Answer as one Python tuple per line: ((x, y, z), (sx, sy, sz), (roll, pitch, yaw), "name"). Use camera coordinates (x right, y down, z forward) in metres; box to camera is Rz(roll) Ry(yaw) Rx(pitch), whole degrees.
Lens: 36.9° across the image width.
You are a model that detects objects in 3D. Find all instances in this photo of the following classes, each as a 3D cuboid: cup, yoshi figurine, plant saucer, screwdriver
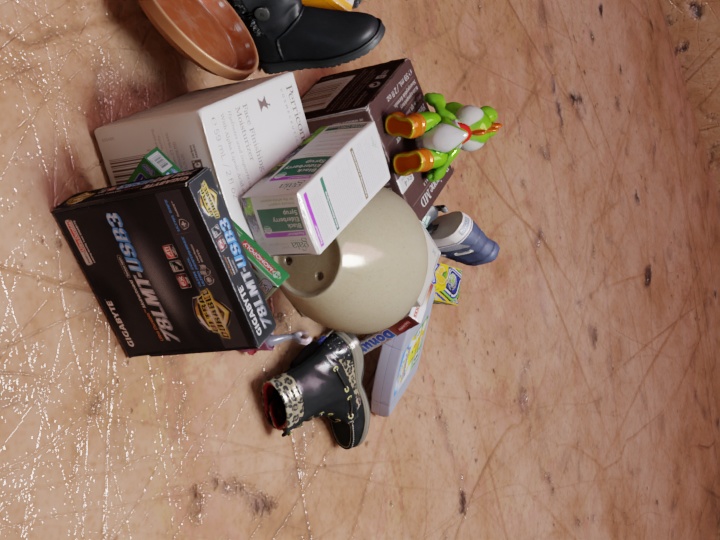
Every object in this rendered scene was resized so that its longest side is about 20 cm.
((-0.034, -0.016, 1.368), (0.143, 0.200, 0.201), (1, 84, -62), "cup")
((0.111, -0.195, 1.536), (0.200, 0.113, 0.112), (-21, 62, -43), "yoshi figurine")
((-0.207, -0.312, 1.324), (0.200, 0.032, 0.201), (41, 24, -23), "plant saucer")
((-0.044, 0.089, 1.577), (0.200, 0.028, 0.029), (-48, 153, -45), "screwdriver")

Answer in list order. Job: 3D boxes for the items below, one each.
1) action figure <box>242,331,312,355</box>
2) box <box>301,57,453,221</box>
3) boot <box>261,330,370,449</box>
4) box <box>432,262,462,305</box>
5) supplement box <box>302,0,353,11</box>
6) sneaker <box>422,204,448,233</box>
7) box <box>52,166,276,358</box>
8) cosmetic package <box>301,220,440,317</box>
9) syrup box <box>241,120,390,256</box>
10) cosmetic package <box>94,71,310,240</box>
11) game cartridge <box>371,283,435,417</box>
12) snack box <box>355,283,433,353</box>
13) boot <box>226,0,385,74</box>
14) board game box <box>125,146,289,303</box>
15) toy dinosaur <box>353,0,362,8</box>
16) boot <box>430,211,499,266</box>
((-0.157, 0.058, 1.342), (0.149, 0.134, 0.200), (-32, 147, -17), "action figure")
((0.009, -0.177, 1.585), (0.166, 0.164, 0.201), (-56, 130, -46), "box")
((-0.063, 0.192, 1.501), (0.154, 0.073, 0.204), (-31, 133, -36), "boot")
((0.088, 0.013, 1.758), (0.200, 0.070, 0.065), (13, 81, -56), "box")
((-0.055, -0.437, 1.556), (0.073, 0.126, 0.201), (29, 57, -26), "supplement box")
((0.070, -0.059, 1.627), (0.200, 0.139, 0.078), (-98, 162, -47), "sneaker")
((-0.213, -0.002, 1.174), (0.050, 0.198, 0.201), (-51, 126, -51), "box")
((0.000, 0.000, 1.506), (0.073, 0.199, 0.104), (54, 42, -35), "cosmetic package")
((-0.047, -0.097, 1.255), (0.200, 0.078, 0.082), (-48, 128, -50), "syrup box")
((-0.173, -0.126, 1.288), (0.200, 0.164, 0.165), (-39, 118, -53), "cosmetic package")
((0.062, 0.125, 1.649), (0.133, 0.040, 0.201), (-48, 155, -46), "game cartridge")
((0.027, 0.076, 1.545), (0.024, 0.200, 0.072), (36, 51, -18), "snack box")
((-0.086, -0.351, 1.434), (0.168, 0.199, 0.077), (58, 36, -43), "boot")
((-0.188, -0.022, 1.197), (0.200, 0.135, 0.029), (44, 40, -2), "board game box")
((-0.022, -0.395, 1.589), (0.047, 0.200, 0.088), (20, 26, -15), "toy dinosaur")
((0.128, -0.041, 1.711), (0.090, 0.200, 0.073), (38, 72, -27), "boot")
